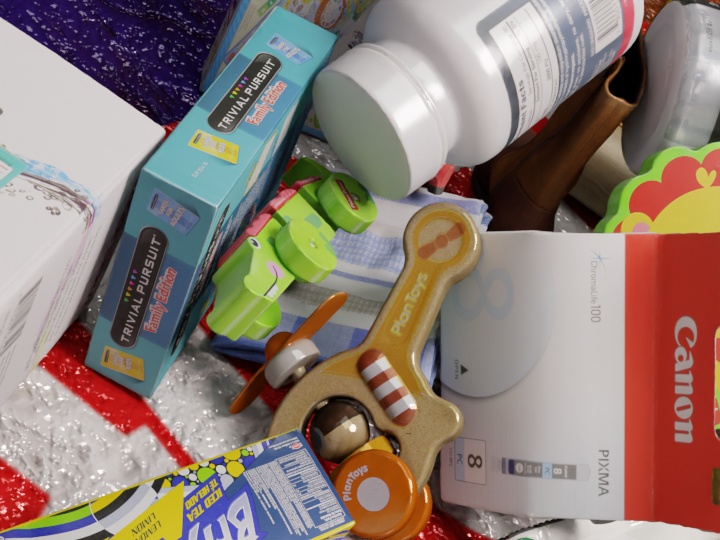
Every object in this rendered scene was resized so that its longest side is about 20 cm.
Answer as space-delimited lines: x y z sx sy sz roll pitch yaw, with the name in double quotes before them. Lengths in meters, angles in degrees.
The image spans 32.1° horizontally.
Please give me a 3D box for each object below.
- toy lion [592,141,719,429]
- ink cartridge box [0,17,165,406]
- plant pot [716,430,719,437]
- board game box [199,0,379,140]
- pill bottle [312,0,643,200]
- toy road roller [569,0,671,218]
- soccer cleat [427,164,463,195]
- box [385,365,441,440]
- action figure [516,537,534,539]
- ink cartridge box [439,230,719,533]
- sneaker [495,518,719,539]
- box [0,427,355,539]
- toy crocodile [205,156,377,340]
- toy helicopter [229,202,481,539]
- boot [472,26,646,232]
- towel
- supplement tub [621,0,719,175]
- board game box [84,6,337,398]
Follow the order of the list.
"toy lion" 0.196 0.024 0.774 0.197 0.069 0.195 -15 91 -4
"ink cartridge box" -0.220 -0.013 0.628 0.145 0.147 0.201 33 39 -1
"plant pot" 0.332 0.052 0.909 0.197 0.177 0.201 12 32 -8
"board game box" -0.019 -0.189 0.899 0.133 0.201 0.035 20 40 -17
"pill bottle" 0.070 -0.137 0.779 0.199 0.120 0.120 -38 74 -22
"toy road roller" 0.250 -0.143 1.083 0.122 0.147 0.200 35 39 2
"soccer cleat" 0.056 -0.117 0.931 0.068 0.087 0.200 13 17 6
"box" 0.107 0.084 0.847 0.197 0.035 0.111 17 42 -20
"action figure" 0.150 0.221 0.678 0.200 0.055 0.118 45 68 0
"ink cartridge box" 0.126 0.059 0.698 0.047 0.198 0.163 1 89 -41
"sneaker" 0.159 0.185 0.768 0.197 0.074 0.081 -7 69 -33
"box" -0.102 0.146 0.611 0.198 0.070 0.065 -13 57 -42
"toy crocodile" -0.044 -0.018 0.747 0.062 0.067 0.200 44 30 -4
"toy helicopter" 0.005 0.050 0.719 0.131 0.202 0.079 24 -8 16
"boot" 0.145 -0.110 0.933 0.068 0.201 0.189 25 40 -1
"towel" 0.000 0.000 0.827 0.144 0.024 0.201 13 40 10
"supplement tub" 0.287 -0.103 0.843 0.197 0.124 0.124 13 42 -5
"board game box" -0.087 -0.046 0.747 0.046 0.152 0.201 26 39 1
